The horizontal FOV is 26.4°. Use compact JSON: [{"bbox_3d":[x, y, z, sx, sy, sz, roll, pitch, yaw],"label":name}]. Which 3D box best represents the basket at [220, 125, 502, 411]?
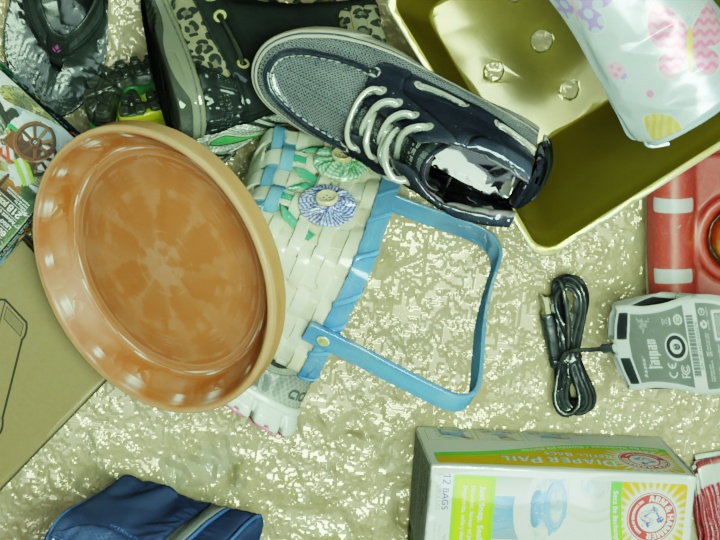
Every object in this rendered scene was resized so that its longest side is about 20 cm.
[{"bbox_3d":[0.000,0.000,1.067,0.199,0.177,0.139,25,129,-10],"label":"basket"}]

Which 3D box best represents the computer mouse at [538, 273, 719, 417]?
[{"bbox_3d":[0.214,0.054,1.109,0.044,0.199,0.111,-13,96,-41],"label":"computer mouse"}]

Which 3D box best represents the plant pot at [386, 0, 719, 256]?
[{"bbox_3d":[0.140,-0.155,1.055,0.199,0.176,0.201,-32,100,1],"label":"plant pot"}]

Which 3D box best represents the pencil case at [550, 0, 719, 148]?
[{"bbox_3d":[0.151,-0.172,0.922,0.091,0.083,0.200,-39,101,1],"label":"pencil case"}]

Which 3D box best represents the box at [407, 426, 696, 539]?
[{"bbox_3d":[0.140,0.186,1.150,0.198,0.101,0.113,4,100,-5],"label":"box"}]

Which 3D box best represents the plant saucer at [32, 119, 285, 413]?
[{"bbox_3d":[-0.132,-0.003,1.017,0.199,0.032,0.202,14,117,29],"label":"plant saucer"}]

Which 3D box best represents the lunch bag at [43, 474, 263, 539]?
[{"bbox_3d":[-0.142,0.236,1.095,0.131,0.200,0.137,16,101,11],"label":"lunch bag"}]

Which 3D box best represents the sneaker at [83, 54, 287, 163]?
[{"bbox_3d":[-0.096,-0.119,1.106,0.198,0.078,0.086,-13,137,-9],"label":"sneaker"}]

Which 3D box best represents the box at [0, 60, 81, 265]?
[{"bbox_3d":[-0.304,-0.100,1.081,0.200,0.038,0.137,42,94,1],"label":"box"}]

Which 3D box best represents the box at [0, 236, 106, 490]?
[{"bbox_3d":[-0.288,0.071,1.116,0.164,0.021,0.200,45,96,5],"label":"box"}]

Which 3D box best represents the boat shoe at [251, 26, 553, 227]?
[{"bbox_3d":[0.022,-0.089,0.928,0.199,0.093,0.075,19,109,2],"label":"boat shoe"}]

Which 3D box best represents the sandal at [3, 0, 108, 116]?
[{"bbox_3d":[-0.207,-0.209,1.083,0.075,0.048,0.202,12,98,-6],"label":"sandal"}]

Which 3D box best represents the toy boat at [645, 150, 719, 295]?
[{"bbox_3d":[0.280,-0.020,1.112,0.129,0.131,0.202,-3,100,-3],"label":"toy boat"}]

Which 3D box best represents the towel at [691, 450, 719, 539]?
[{"bbox_3d":[0.341,0.232,1.215,0.143,0.023,0.202,-10,100,-4],"label":"towel"}]

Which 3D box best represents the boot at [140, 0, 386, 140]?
[{"bbox_3d":[-0.070,-0.174,1.051,0.153,0.205,0.074,-7,142,-11],"label":"boot"}]

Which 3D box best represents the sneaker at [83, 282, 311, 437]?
[{"bbox_3d":[-0.112,0.036,1.123,0.199,0.074,0.088,34,90,-9],"label":"sneaker"}]
